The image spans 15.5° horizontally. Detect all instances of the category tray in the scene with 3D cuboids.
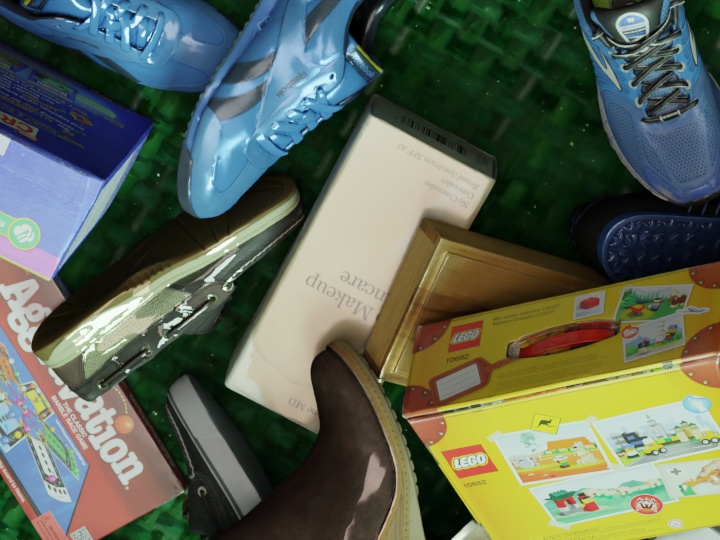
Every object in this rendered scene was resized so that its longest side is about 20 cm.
[{"bbox_3d":[0.111,0.042,1.658,0.200,0.037,0.099,16,107,-25],"label":"tray"}]

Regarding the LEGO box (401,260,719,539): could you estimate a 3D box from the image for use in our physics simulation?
[{"bbox_3d":[0.148,0.087,1.575,0.200,0.077,0.149,-12,133,24],"label":"LEGO box"}]

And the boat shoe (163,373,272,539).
[{"bbox_3d":[-0.083,0.157,1.691,0.057,0.069,0.200,-33,66,5],"label":"boat shoe"}]

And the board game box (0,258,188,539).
[{"bbox_3d":[-0.208,0.084,1.745,0.103,0.019,0.200,-30,99,9],"label":"board game box"}]

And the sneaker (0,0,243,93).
[{"bbox_3d":[-0.165,-0.159,1.655,0.200,0.078,0.066,24,102,-3],"label":"sneaker"}]

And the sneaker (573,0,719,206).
[{"bbox_3d":[0.168,-0.132,1.610,0.079,0.089,0.200,-23,86,11],"label":"sneaker"}]

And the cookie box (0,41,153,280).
[{"bbox_3d":[-0.230,-0.082,1.614,0.171,0.200,0.075,27,104,-2],"label":"cookie box"}]

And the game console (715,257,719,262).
[{"bbox_3d":[0.259,0.029,1.640,0.171,0.118,0.200,-18,132,37],"label":"game console"}]

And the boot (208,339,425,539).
[{"bbox_3d":[-0.048,0.155,1.607,0.166,0.072,0.200,-15,87,-12],"label":"boot"}]

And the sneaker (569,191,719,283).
[{"bbox_3d":[0.228,-0.016,1.668,0.200,0.078,0.070,9,104,-20],"label":"sneaker"}]

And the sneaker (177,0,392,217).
[{"bbox_3d":[-0.041,-0.113,1.636,0.078,0.066,0.200,31,91,21],"label":"sneaker"}]

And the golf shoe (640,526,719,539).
[{"bbox_3d":[0.260,0.199,1.662,0.200,0.094,0.078,0,123,-19],"label":"golf shoe"}]

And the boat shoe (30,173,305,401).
[{"bbox_3d":[-0.115,0.011,1.700,0.200,0.073,0.065,-32,116,8],"label":"boat shoe"}]

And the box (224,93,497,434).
[{"bbox_3d":[0.000,0.000,1.678,0.095,0.078,0.200,26,103,-4],"label":"box"}]

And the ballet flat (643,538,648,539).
[{"bbox_3d":[0.167,0.180,1.713,0.069,0.071,0.200,33,116,31],"label":"ballet flat"}]

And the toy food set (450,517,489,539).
[{"bbox_3d":[0.091,0.269,1.670,0.200,0.060,0.144,44,99,-6],"label":"toy food set"}]
